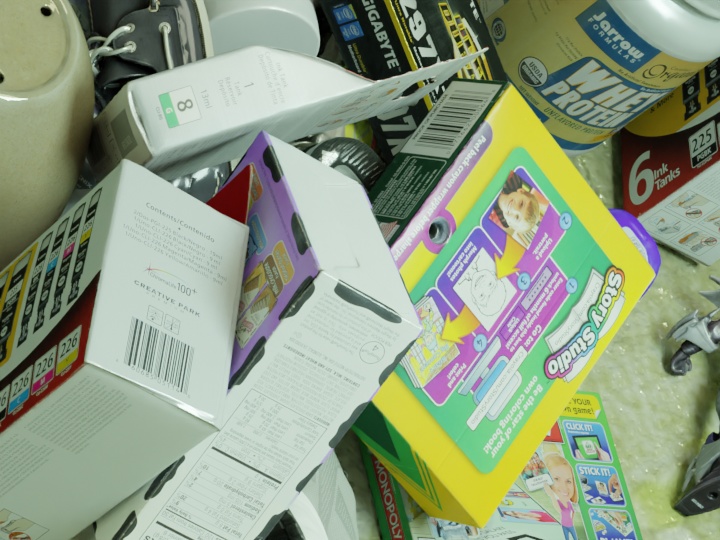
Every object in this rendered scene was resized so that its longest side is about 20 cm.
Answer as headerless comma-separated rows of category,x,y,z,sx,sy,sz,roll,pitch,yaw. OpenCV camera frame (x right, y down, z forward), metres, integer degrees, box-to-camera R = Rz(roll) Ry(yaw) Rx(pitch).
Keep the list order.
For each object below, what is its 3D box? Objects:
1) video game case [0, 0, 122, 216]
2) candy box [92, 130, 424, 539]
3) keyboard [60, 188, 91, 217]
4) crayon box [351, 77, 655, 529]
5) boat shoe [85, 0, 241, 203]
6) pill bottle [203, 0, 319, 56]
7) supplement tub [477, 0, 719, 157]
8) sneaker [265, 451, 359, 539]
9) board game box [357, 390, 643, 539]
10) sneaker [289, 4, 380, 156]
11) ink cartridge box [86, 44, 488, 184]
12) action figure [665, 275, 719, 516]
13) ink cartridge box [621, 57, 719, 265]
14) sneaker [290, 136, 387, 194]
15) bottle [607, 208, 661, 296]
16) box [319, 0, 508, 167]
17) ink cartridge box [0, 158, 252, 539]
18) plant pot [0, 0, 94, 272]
video game case,-0.193,-0.118,1.732,0.143,0.019,0.200,43,40,-12
candy box,-0.066,0.052,1.534,0.071,0.200,0.168,29,18,-24
keyboard,-0.135,0.046,1.663,0.056,0.011,0.200,-3,70,-38
crayon box,0.063,0.019,1.706,0.200,0.058,0.173,-53,125,-21
boat shoe,-0.129,-0.123,1.727,0.063,0.073,0.200,-7,73,-50
pill bottle,-0.080,-0.216,1.828,0.112,0.112,0.200,17,49,-35
supplement tub,0.172,-0.182,1.979,0.144,0.200,0.145,24,48,-29
sneaker,-0.047,0.111,1.674,0.079,0.074,0.201,6,64,-51
board game box,0.087,0.133,1.809,0.200,0.029,0.135,7,59,-40
sneaker,-0.013,-0.115,1.865,0.090,0.078,0.200,39,45,-33
ink cartridge box,-0.046,-0.099,1.626,0.200,0.161,0.050,-20,88,-16
action figure,0.265,0.086,1.984,0.130,0.069,0.200,29,42,-16
ink cartridge box,0.274,-0.132,2.028,0.084,0.200,0.176,24,48,-29
sneaker,0.000,0.000,1.767,0.076,0.115,0.201,-45,116,-25
bottle,0.111,0.016,1.871,0.200,0.084,0.065,-20,68,-50
box,0.049,-0.116,1.857,0.200,0.049,0.160,68,24,-15
ink cartridge box,-0.150,0.038,1.520,0.084,0.200,0.176,29,46,-25
plant pot,-0.224,-0.103,1.580,0.200,0.134,0.201,15,59,-27
